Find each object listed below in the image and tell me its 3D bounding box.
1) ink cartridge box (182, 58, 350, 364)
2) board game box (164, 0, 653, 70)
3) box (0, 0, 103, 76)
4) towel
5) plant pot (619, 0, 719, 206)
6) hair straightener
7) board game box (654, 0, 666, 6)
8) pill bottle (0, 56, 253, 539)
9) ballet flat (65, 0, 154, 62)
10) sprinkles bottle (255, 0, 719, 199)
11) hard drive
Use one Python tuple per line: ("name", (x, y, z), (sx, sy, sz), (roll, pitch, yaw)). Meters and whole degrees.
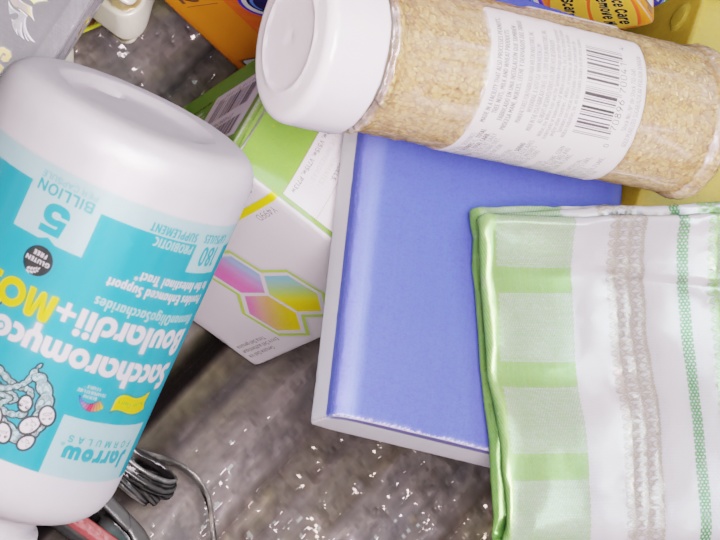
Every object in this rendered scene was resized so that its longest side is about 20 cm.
("ink cartridge box", (0.000, 0.000, 1.205), (0.200, 0.148, 0.076), (38, 61, -16))
("board game box", (0.004, -0.223, 1.185), (0.200, 0.199, 0.201), (40, 48, -57))
("box", (-0.216, -0.090, 1.115), (0.158, 0.048, 0.201), (32, 78, -4))
("towel", (0.144, 0.042, 1.131), (0.199, 0.031, 0.150), (-1, 78, -22))
("plant pot", (0.174, -0.022, 1.275), (0.176, 0.200, 0.201), (28, 68, -20))
("hair straightener", (-0.127, 0.073, 1.173), (0.200, 0.041, 0.077), (36, 61, -11))
("board game box", (0.076, -0.107, 1.350), (0.135, 0.029, 0.200), (43, 60, -15))
("pill bottle", (-0.129, 0.024, 1.079), (0.110, 0.111, 0.201), (19, 103, -24))
("ballet flat", (-0.136, -0.120, 1.204), (0.199, 0.067, 0.067), (-30, 55, -28))
("sprinkles bottle", (0.057, -0.077, 1.100), (0.199, 0.068, 0.069), (10, 72, -29))
("hard drive", (0.051, -0.021, 1.139), (0.131, 0.025, 0.201), (15, 71, -27))
